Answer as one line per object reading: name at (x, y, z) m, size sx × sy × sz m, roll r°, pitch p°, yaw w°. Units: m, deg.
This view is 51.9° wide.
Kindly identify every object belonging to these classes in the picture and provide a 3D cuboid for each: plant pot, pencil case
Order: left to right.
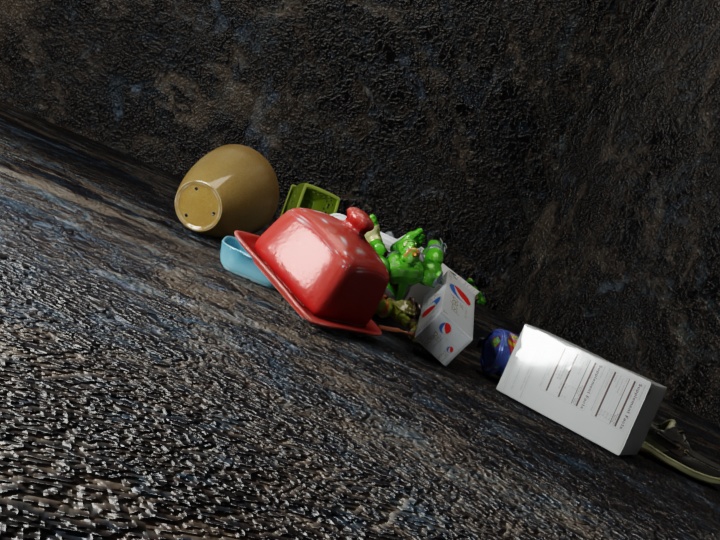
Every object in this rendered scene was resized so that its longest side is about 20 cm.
plant pot at (-0.272, -0.138, 1.422) m, size 0.185 × 0.188 × 0.200 m, roll 24°, pitch 18°, yaw 4°
plant pot at (-0.237, -0.270, 3.298) m, size 0.198 × 0.202 × 0.181 m, roll 21°, pitch -3°, yaw -33°
pencil case at (0.290, 0.167, 1.234) m, size 0.198 × 0.087 × 0.078 m, roll 23°, pitch 34°, yaw -14°

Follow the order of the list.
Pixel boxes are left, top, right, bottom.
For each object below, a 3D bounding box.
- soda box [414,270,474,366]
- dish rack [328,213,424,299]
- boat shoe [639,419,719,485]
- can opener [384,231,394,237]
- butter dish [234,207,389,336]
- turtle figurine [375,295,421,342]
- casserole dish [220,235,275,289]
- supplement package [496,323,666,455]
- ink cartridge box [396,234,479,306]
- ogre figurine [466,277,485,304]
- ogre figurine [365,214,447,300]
soda box at (0.139, 0.072, 1.192) m, size 0.068 × 0.064 × 0.200 m, roll 42°, pitch 20°, yaw -5°
dish rack at (0.000, 0.000, 1.346) m, size 0.198 × 0.172 × 0.044 m, roll 24°, pitch 41°, yaw -5°
boat shoe at (0.467, 0.259, 1.136) m, size 0.199 × 0.067 × 0.072 m, roll 25°, pitch 3°, yaw 12°
can opener at (0.079, 0.015, 1.597) m, size 0.052 × 0.202 × 0.066 m, roll -17°, pitch -13°, yaw -20°
butter dish at (-0.038, -0.021, 1.023) m, size 0.200 × 0.148 × 0.199 m, roll 46°, pitch 14°, yaw 28°
turtle figurine at (0.082, 0.078, 1.273) m, size 0.160 × 0.065 × 0.200 m, roll 22°, pitch 4°, yaw -28°
casserole dish at (-0.165, -0.012, 1.165) m, size 0.120 × 0.039 × 0.200 m, roll 24°, pitch 4°, yaw -8°
supplement package at (0.323, 0.174, 1.085) m, size 0.199 × 0.111 × 0.113 m, roll 26°, pitch 4°, yaw 36°
ink cartridge box at (0.121, 0.029, 1.479) m, size 0.199 × 0.085 × 0.146 m, roll 39°, pitch 25°, yaw 9°
ogre figurine at (0.551, 0.098, 3.824) m, size 0.197 × 0.099 × 0.120 m, roll 9°, pitch 24°, yaw -8°
ogre figurine at (0.062, -0.020, 1.218) m, size 0.199 × 0.098 × 0.120 m, roll 25°, pitch 26°, yaw -33°
